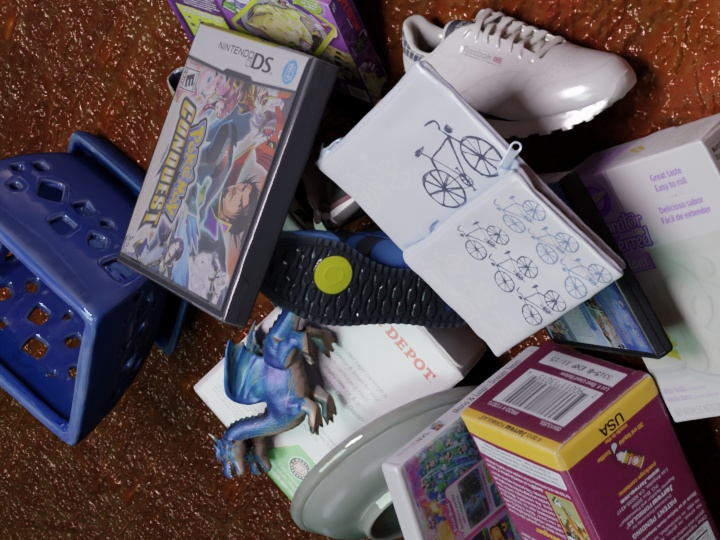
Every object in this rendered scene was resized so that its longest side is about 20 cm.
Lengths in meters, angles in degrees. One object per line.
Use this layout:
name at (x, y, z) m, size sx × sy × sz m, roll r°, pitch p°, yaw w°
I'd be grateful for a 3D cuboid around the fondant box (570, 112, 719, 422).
fondant box at (0.241, 0.001, 1.295) m, size 0.144 × 0.058 × 0.201 m, roll -16°, pitch 106°, yaw 51°

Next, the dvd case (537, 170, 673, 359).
dvd case at (0.148, -0.005, 1.349) m, size 0.143 × 0.017 × 0.200 m, roll 59°, pitch 167°, yaw -9°

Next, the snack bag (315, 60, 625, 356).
snack bag at (0.068, -0.039, 1.274) m, size 0.200 × 0.021 × 0.188 m, roll 46°, pitch 151°, yaw -3°

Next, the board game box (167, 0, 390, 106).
board game box at (-0.077, -0.201, 1.457) m, size 0.199 × 0.032 × 0.120 m, roll 23°, pitch 161°, yaw 32°

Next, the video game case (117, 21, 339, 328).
video game case at (-0.104, -0.077, 1.394) m, size 0.180 × 0.025 × 0.202 m, roll 25°, pitch 96°, yaw 54°

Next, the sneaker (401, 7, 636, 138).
sneaker at (0.105, -0.143, 1.316) m, size 0.199 × 0.076 × 0.081 m, roll 3°, pitch 115°, yaw 44°

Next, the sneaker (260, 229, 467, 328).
sneaker at (0.000, 0.000, 1.419) m, size 0.078 × 0.198 × 0.067 m, roll -132°, pitch 53°, yaw -60°

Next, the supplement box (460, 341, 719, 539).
supplement box at (0.182, 0.171, 1.410) m, size 0.131 × 0.103 × 0.201 m, roll 18°, pitch 139°, yaw 57°

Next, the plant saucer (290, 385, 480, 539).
plant saucer at (0.041, 0.171, 1.514) m, size 0.050 × 0.199 × 0.201 m, roll 60°, pitch 147°, yaw 26°

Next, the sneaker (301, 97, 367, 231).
sneaker at (-0.023, -0.094, 1.448) m, size 0.116 × 0.075 × 0.200 m, roll 65°, pitch 165°, yaw -1°

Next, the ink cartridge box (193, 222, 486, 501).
ink cartridge box at (-0.016, 0.080, 1.536) m, size 0.200 × 0.084 × 0.146 m, roll -42°, pitch 88°, yaw 25°

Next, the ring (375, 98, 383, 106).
ring at (0.079, -0.049, 1.366) m, size 0.201 × 0.019 × 0.200 m, roll 50°, pitch 174°, yaw 7°

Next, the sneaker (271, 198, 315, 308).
sneaker at (-0.064, -0.033, 1.589) m, size 0.073 × 0.080 × 0.201 m, roll -26°, pitch 116°, yaw 14°

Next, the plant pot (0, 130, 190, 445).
plant pot at (-0.260, 0.003, 1.714) m, size 0.200 × 0.179 × 0.201 m, roll 40°, pitch 140°, yaw 17°

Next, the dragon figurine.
dragon figurine at (-0.074, 0.076, 1.478) m, size 0.099 × 0.059 × 0.202 m, roll 2°, pitch 106°, yaw 20°

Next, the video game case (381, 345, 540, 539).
video game case at (0.108, 0.190, 1.476) m, size 0.024 × 0.182 × 0.201 m, roll 10°, pitch 125°, yaw 46°

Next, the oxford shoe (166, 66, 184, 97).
oxford shoe at (-0.109, -0.148, 1.495) m, size 0.074 × 0.071 × 0.200 m, roll 48°, pitch 156°, yaw -12°
